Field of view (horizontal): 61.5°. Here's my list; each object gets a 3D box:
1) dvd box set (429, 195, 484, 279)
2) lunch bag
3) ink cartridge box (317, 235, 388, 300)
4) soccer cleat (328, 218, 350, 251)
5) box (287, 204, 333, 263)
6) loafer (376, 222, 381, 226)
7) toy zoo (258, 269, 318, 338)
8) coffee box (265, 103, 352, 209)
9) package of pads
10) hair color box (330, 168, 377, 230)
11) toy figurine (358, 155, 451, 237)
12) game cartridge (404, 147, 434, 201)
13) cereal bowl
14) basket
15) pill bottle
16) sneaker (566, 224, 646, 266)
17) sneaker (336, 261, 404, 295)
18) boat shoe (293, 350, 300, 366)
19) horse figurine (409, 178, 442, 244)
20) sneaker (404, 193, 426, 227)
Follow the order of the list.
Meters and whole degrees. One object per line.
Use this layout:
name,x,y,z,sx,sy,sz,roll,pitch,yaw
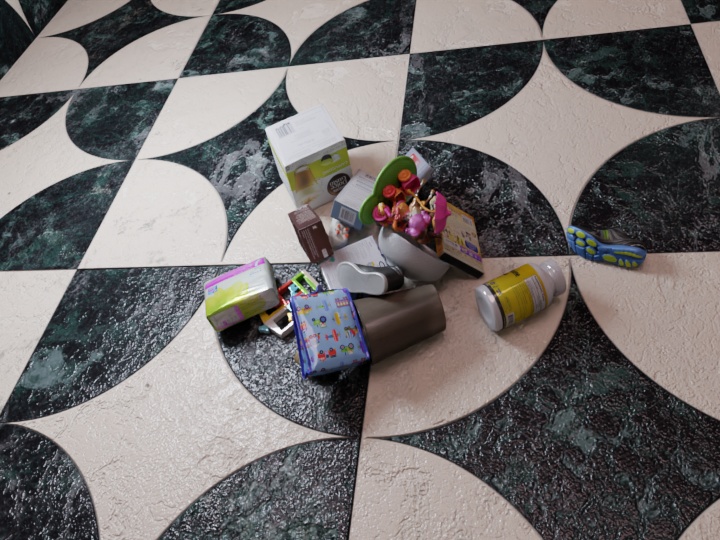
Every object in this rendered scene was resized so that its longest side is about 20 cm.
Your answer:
dvd box set,0.249,-0.088,1.573,0.029,0.144,0.204,-42,36,37
lunch bag,-0.079,0.130,1.411,0.146,0.094,0.206,-9,76,-20
ink cartridge box,0.000,0.000,1.591,0.195,0.077,0.138,-23,49,-4
soccer cleat,-0.058,-0.124,1.722,0.068,0.078,0.203,26,37,-11
box,-0.137,-0.103,1.648,0.073,0.103,0.200,-24,21,-8
loafer,0.071,-0.155,1.631,0.069,0.200,0.065,3,90,-3
toy zoo,-0.189,0.095,1.597,0.198,0.021,0.131,-37,51,-17
coffee box,-0.150,-0.334,1.828,0.195,0.201,0.202,-24,50,-9
package of pads,-0.318,0.062,1.608,0.195,0.069,0.156,-24,39,0
hair color box,-0.002,-0.204,1.721,0.097,0.062,0.201,25,40,7
toy figurine,0.121,-0.145,1.429,0.200,0.151,0.183,-43,54,-10
game cartridge,0.131,-0.265,1.694,0.134,0.041,0.201,-49,23,13
cereal bowl,0.124,-0.034,1.534,0.199,0.198,0.085,42,104,37
basket,0.094,0.116,1.437,0.194,0.139,0.182,-17,35,-7
pill bottle,0.379,0.053,1.426,0.195,0.114,0.114,-23,48,-7
sneaker,0.610,-0.068,1.507,0.195,0.072,0.083,19,43,26
sneaker,0.027,0.018,1.488,0.097,0.073,0.197,-7,13,-40
boat shoe,-0.096,0.153,1.490,0.065,0.075,0.202,20,58,22
horse figurine,0.157,-0.136,1.566,0.049,0.134,0.204,12,42,-21
sneaker,0.152,-0.208,1.743,0.102,0.061,0.203,17,60,25
